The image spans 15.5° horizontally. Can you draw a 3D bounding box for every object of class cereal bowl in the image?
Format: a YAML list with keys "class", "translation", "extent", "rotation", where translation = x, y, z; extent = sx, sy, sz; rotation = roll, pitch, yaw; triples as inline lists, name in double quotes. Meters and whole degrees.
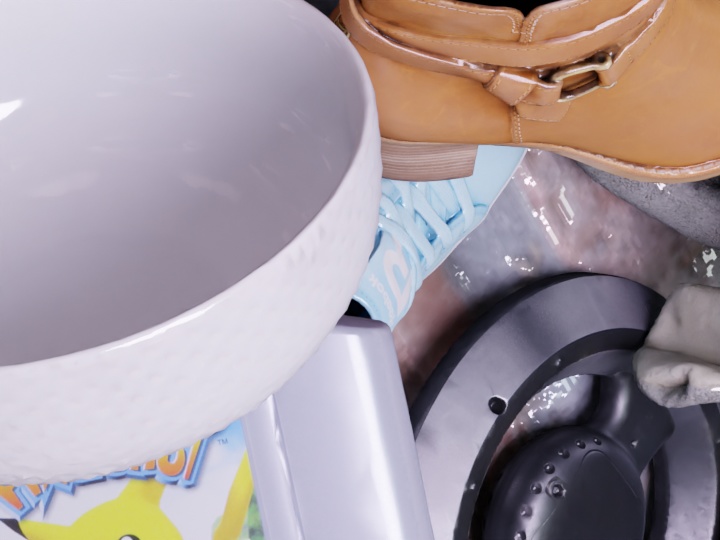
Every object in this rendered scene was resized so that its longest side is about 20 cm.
- class: "cereal bowl"
  translation: [-0.088, -0.006, 0.798]
  extent: [0.200, 0.200, 0.084]
  rotation: [-32, 133, -24]

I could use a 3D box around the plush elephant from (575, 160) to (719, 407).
- class: "plush elephant"
  translation: [0.166, -0.029, 0.978]
  extent: [0.164, 0.155, 0.200]
  rotation: [-17, 131, 4]

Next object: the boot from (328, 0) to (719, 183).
- class: "boot"
  translation: [0.085, -0.087, 0.842]
  extent: [0.199, 0.155, 0.077]
  rotation: [-5, 73, -4]

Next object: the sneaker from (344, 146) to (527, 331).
- class: "sneaker"
  translation: [0.000, 0.000, 0.927]
  extent: [0.200, 0.082, 0.074]
  rotation: [-42, 124, -18]

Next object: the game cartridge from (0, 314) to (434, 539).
- class: "game cartridge"
  translation: [-0.078, 0.084, 0.854]
  extent: [0.199, 0.040, 0.134]
  rotation: [-12, 92, 0]

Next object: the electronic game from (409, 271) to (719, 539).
- class: "electronic game"
  translation: [0.078, 0.100, 1.033]
  extent: [0.200, 0.042, 0.201]
  rotation: [-11, 107, -42]
